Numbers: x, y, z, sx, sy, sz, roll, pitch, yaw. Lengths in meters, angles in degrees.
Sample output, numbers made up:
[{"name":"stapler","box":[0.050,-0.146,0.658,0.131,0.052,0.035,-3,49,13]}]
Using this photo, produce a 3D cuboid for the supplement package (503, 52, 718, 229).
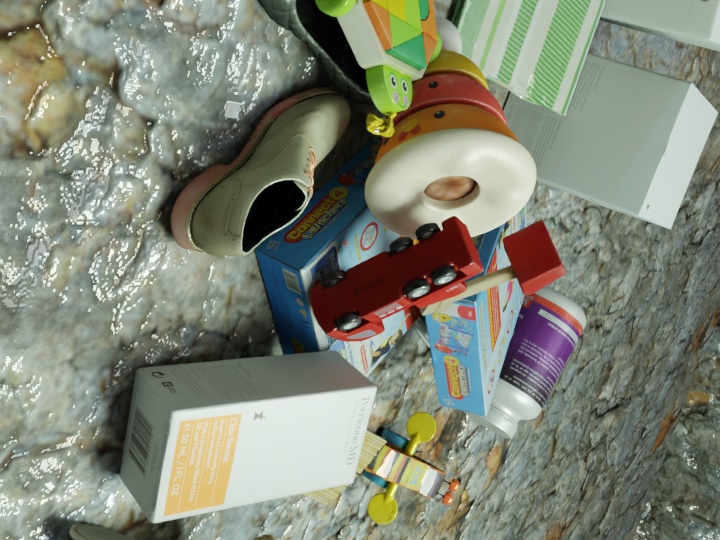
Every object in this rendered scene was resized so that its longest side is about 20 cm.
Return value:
[{"name":"supplement package","box":[0.285,-0.159,1.098,0.150,0.198,0.154,7,106,-58]}]

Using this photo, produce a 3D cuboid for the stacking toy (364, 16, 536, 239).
[{"name":"stacking toy","box":[0.069,-0.140,0.820,0.146,0.144,0.203,55,25,-56]}]

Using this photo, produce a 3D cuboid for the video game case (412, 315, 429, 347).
[{"name":"video game case","box":[0.128,-0.002,1.139,0.202,0.022,0.183,-58,149,-11]}]

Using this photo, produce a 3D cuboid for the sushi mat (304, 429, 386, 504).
[{"name":"sushi mat","box":[-0.059,0.168,0.897,0.096,0.012,0.199,-47,136,6]}]

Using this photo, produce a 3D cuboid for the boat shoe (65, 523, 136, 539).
[{"name":"boat shoe","box":[-0.185,0.258,0.778,0.058,0.066,0.200,-63,154,-12]}]

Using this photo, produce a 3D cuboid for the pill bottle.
[{"name":"pill bottle","box":[0.221,0.124,1.284,0.202,0.111,0.113,-59,149,-11]}]

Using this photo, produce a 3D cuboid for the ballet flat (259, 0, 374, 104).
[{"name":"ballet flat","box":[-0.023,-0.197,0.720,0.067,0.056,0.200,-62,146,-9]}]

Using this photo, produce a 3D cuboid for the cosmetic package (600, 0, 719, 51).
[{"name":"cosmetic package","box":[0.353,-0.358,1.067,0.165,0.198,0.170,-8,117,-55]}]

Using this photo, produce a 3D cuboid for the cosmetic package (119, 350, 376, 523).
[{"name":"cosmetic package","box":[-0.091,0.134,0.780,0.198,0.071,0.103,-2,114,-38]}]

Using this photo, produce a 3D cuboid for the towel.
[{"name":"towel","box":[0.174,-0.260,0.973,0.198,0.023,0.155,14,99,-40]}]

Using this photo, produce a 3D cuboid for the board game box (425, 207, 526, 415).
[{"name":"board game box","box":[0.131,0.017,1.011,0.202,0.055,0.197,77,30,-48]}]

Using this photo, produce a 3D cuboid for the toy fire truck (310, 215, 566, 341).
[{"name":"toy fire truck","box":[0.069,0.009,0.810,0.198,0.049,0.141,-27,156,16]}]

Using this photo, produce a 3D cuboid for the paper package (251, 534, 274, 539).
[{"name":"paper package","box":[-0.152,0.341,0.776,0.198,0.104,0.192,-14,143,-46]}]

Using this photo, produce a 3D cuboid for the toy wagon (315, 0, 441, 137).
[{"name":"toy wagon","box":[0.019,-0.206,0.725,0.154,0.039,0.204,6,76,-60]}]

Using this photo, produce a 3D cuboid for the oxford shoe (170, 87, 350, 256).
[{"name":"oxford shoe","box":[-0.058,-0.074,0.735,0.200,0.073,0.071,-50,144,-32]}]

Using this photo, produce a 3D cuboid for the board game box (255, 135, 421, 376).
[{"name":"board game box","box":[0.000,0.000,0.900,0.196,0.055,0.202,-46,145,-31]}]

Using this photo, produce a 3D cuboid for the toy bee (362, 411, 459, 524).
[{"name":"toy bee","box":[0.064,0.233,1.117,0.199,0.108,0.133,-4,113,-57]}]
